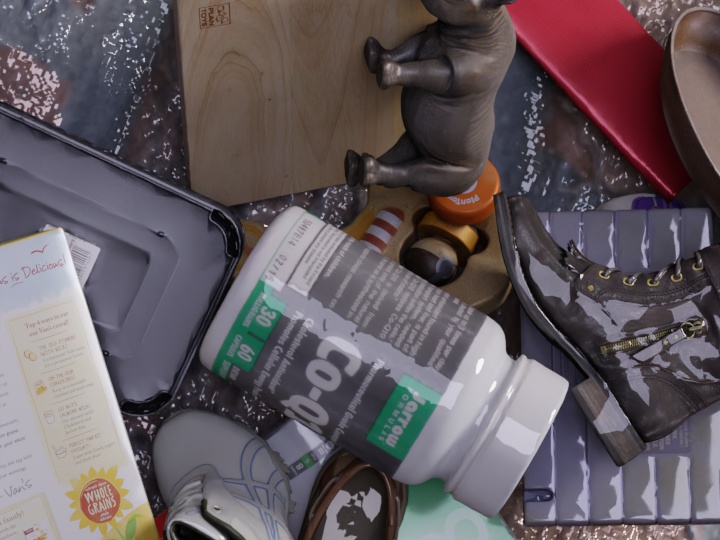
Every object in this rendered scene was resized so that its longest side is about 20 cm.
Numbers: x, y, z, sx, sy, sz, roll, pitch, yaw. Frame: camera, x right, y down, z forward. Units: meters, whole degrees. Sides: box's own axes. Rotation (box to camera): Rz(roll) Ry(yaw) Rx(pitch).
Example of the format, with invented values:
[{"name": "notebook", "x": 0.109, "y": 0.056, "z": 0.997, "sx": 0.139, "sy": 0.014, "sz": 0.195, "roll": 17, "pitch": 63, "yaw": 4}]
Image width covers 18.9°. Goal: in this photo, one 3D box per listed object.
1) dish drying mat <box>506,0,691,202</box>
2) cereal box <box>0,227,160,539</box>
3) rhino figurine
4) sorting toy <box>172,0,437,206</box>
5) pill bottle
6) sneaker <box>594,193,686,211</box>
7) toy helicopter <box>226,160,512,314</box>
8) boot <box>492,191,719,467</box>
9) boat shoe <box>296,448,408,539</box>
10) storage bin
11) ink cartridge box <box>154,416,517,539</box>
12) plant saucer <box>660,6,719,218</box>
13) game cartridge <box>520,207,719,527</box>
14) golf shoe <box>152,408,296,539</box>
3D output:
[{"name": "dish drying mat", "x": 0.163, "y": -0.140, "z": 1.452, "sx": 0.077, "sy": 0.018, "sz": 0.200, "roll": -40, "pitch": 84, "yaw": -19}, {"name": "cereal box", "x": -0.209, "y": 0.090, "z": 1.237, "sx": 0.144, "sy": 0.040, "sz": 0.200, "roll": -18, "pitch": 93, "yaw": -27}, {"name": "rhino figurine", "x": 0.049, "y": -0.122, "z": 1.296, "sx": 0.087, "sy": 0.200, "sz": 0.060, "roll": -1, "pitch": 43, "yaw": -14}, {"name": "sorting toy", "x": -0.019, "y": -0.143, "z": 1.348, "sx": 0.198, "sy": 0.200, "sz": 0.070, "roll": -11, "pitch": 53, "yaw": -10}, {"name": "pill bottle", "x": 0.015, "y": 0.056, "z": 1.287, "sx": 0.200, "sy": 0.113, "sz": 0.113, "roll": 30, "pitch": 79, "yaw": 3}, {"name": "sneaker", "x": 0.211, "y": 0.044, "z": 1.425, "sx": 0.083, "sy": 0.081, "sz": 0.200, "roll": -11, "pitch": 86, "yaw": -18}, {"name": "toy helicopter", "x": 0.000, "y": 0.000, "z": 1.385, "sx": 0.200, "sy": 0.079, "sz": 0.132, "roll": 0, "pitch": 65, "yaw": 5}, {"name": "boot", "x": 0.190, "y": 0.007, "z": 1.321, "sx": 0.174, "sy": 0.069, "sz": 0.200, "roll": -30, "pitch": 87, "yaw": 4}, {"name": "boat shoe", "x": -0.020, "y": 0.202, "z": 1.323, "sx": 0.076, "sy": 0.072, "sz": 0.200, "roll": 12, "pitch": 85, "yaw": -1}, {"name": "storage bin", "x": -0.182, "y": -0.010, "z": 1.325, "sx": 0.200, "sy": 0.094, "sz": 0.135, "roll": 25, "pitch": 92, "yaw": -2}, {"name": "ink cartridge box", "x": -0.020, "y": 0.173, "z": 1.381, "sx": 0.200, "sy": 0.050, "sz": 0.161, "roll": -36, "pitch": 91, "yaw": -15}, {"name": "plant saucer", "x": 0.258, "y": -0.080, "z": 1.418, "sx": 0.200, "sy": 0.032, "sz": 0.200, "roll": 31, "pitch": 42, "yaw": -32}, {"name": "game cartridge", "x": 0.165, "y": 0.061, "z": 1.365, "sx": 0.129, "sy": 0.038, "sz": 0.200, "roll": 0, "pitch": 78, "yaw": 2}, {"name": "golf shoe", "x": -0.084, "y": 0.145, "z": 1.289, "sx": 0.078, "sy": 0.200, "sz": 0.097, "roll": -47, "pitch": 139, "yaw": 10}]
